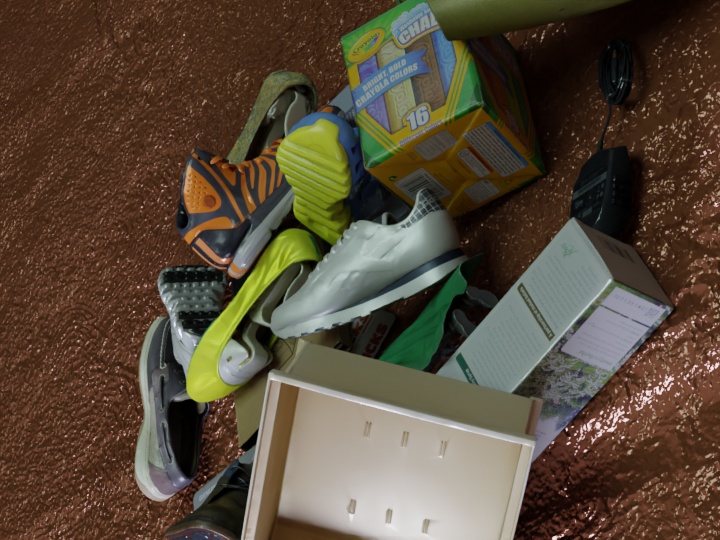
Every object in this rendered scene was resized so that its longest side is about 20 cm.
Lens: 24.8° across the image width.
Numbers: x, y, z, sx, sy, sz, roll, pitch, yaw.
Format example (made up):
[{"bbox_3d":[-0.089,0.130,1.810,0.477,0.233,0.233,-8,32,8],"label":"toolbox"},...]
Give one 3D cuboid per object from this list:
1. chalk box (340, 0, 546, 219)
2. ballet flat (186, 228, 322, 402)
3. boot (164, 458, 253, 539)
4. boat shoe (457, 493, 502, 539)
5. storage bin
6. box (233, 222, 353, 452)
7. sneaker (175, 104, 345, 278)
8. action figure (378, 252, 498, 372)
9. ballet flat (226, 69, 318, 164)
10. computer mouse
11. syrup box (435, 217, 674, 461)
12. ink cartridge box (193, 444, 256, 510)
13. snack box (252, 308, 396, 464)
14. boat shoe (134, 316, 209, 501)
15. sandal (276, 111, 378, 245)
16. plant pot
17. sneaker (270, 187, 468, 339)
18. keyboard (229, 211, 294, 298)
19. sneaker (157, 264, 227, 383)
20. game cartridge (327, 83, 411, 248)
[{"bbox_3d":[0.070,-0.165,1.457,0.123,0.124,0.201,-26,52,23],"label":"chalk box"},{"bbox_3d":[-0.098,0.052,1.555,0.200,0.067,0.067,-57,44,9],"label":"ballet flat"},{"bbox_3d":[-0.110,0.192,1.355,0.200,0.074,0.097,109,-177,-74],"label":"boot"},{"bbox_3d":[0.033,0.161,1.347,0.200,0.070,0.071,42,142,30],"label":"boat shoe"},{"bbox_3d":[0.020,0.175,1.251,0.094,0.199,0.199,-59,-19,-69],"label":"storage bin"},{"bbox_3d":[-0.074,0.058,1.596,0.164,0.021,0.200,-48,32,26],"label":"box"},{"bbox_3d":[-0.104,-0.100,1.573,0.200,0.112,0.078,-55,0,-18],"label":"sneaker"},{"bbox_3d":[0.045,0.078,1.417,0.200,0.055,0.118,-45,8,49],"label":"action figure"},{"bbox_3d":[-0.096,-0.109,1.646,0.071,0.071,0.201,10,75,53],"label":"ballet flat"},{"bbox_3d":[0.209,-0.105,1.355,0.059,0.034,0.201,-34,40,59],"label":"computer mouse"},{"bbox_3d":[0.144,0.065,1.298,0.200,0.079,0.082,-50,41,21],"label":"syrup box"},{"bbox_3d":[-0.054,0.237,1.448,0.200,0.084,0.176,-38,46,33],"label":"ink cartridge box"},{"bbox_3d":[-0.036,0.113,1.542,0.201,0.024,0.072,-61,34,7],"label":"snack box"},{"bbox_3d":[-0.188,0.137,1.689,0.065,0.072,0.201,-18,55,32],"label":"boat shoe"},{"bbox_3d":[-0.022,-0.098,1.483,0.087,0.079,0.200,-54,-10,-16],"label":"sandal"},{"bbox_3d":[0.139,-0.274,1.340,0.199,0.187,0.188,-28,46,7],"label":"plant pot"},{"bbox_3d":[0.000,0.000,1.441,0.199,0.076,0.081,-26,89,23],"label":"sneaker"},{"bbox_3d":[-0.097,-0.042,1.676,0.127,0.021,0.200,-53,28,22],"label":"keyboard"},{"bbox_3d":[-0.170,0.054,1.683,0.200,0.075,0.081,-110,21,-63],"label":"sneaker"},{"bbox_3d":[0.012,-0.103,1.590,0.133,0.041,0.201,-45,42,32],"label":"game cartridge"}]
